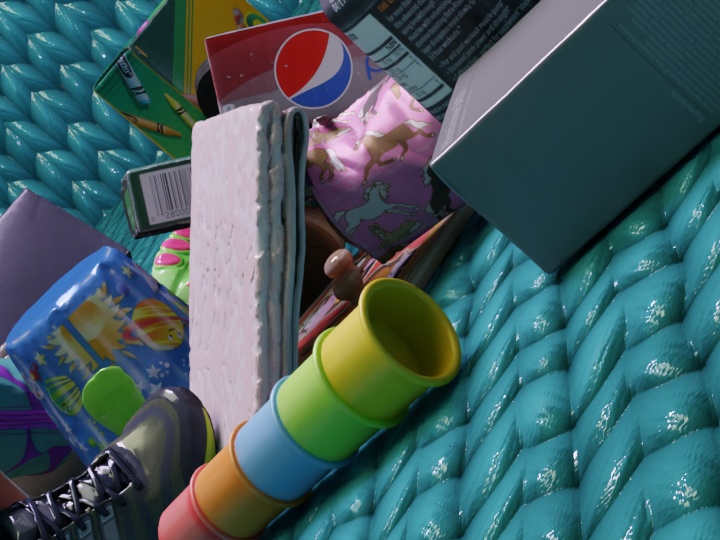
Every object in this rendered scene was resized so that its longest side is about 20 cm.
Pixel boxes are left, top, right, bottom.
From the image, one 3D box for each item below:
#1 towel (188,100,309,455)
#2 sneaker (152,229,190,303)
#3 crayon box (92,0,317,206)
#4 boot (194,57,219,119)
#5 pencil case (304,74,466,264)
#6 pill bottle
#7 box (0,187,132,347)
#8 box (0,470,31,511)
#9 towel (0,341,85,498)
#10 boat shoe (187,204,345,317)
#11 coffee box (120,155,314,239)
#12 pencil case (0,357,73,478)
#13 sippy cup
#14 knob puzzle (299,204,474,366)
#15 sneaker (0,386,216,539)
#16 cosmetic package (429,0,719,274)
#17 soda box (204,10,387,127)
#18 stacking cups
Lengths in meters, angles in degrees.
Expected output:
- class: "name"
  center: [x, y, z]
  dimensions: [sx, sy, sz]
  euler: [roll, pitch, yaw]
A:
- class: "towel"
  center: [-0.066, 0.008, 1.401]
  dimensions: [0.191, 0.032, 0.201]
  euler: [175, 97, -74]
- class: "sneaker"
  center: [-0.094, -0.013, 1.808]
  dimensions: [0.200, 0.077, 0.084]
  euler: [-38, -25, -47]
- class: "crayon box"
  center: [-0.078, -0.111, 1.759]
  dimensions: [0.058, 0.200, 0.119]
  euler: [-42, 11, 44]
- class: "boot"
  center: [-0.020, -0.166, 1.736]
  dimensions: [0.158, 0.210, 0.080]
  euler: [-108, 15, -52]
- class: "pencil case"
  center: [0.057, -0.093, 1.369]
  dimensions: [0.200, 0.087, 0.083]
  euler: [-38, 25, 11]
- class: "pill bottle"
  center: [0.052, -0.136, 1.259]
  dimensions: [0.106, 0.200, 0.106]
  euler: [-46, 10, 10]
- class: "box"
  center: [-0.255, 0.074, 1.875]
  dimensions: [0.182, 0.104, 0.200]
  euler: [-51, -20, -23]
- class: "box"
  center: [-0.266, 0.171, 1.435]
  dimensions: [0.152, 0.106, 0.200]
  euler: [-50, -35, -11]
- class: "towel"
  center: [-0.244, 0.136, 1.743]
  dimensions: [0.200, 0.132, 0.035]
  euler: [-46, 36, 10]
- class: "boat shoe"
  center: [-0.059, -0.001, 1.639]
  dimensions: [0.065, 0.072, 0.200]
  euler: [-56, 6, -34]
- class: "coffee box"
  center: [-0.051, -0.062, 1.578]
  dimensions: [0.199, 0.044, 0.123]
  euler: [-13, 1, -8]
- class: "pencil case"
  center: [-0.257, 0.099, 1.588]
  dimensions: [0.092, 0.086, 0.200]
  euler: [-3, -1, 22]
- class: "sippy cup"
  center: [-0.151, 0.061, 1.576]
  dimensions: [0.140, 0.130, 0.178]
  euler: [-49, 13, -30]
- class: "knob puzzle"
  center: [0.000, 0.000, 1.476]
  dimensions: [0.220, 0.030, 0.220]
  euler: [-47, 10, 10]
- class: "sneaker"
  center: [-0.157, 0.146, 1.387]
  dimensions: [0.074, 0.081, 0.200]
  euler: [37, 91, 40]
- class: "cosmetic package"
  center: [0.130, -0.104, 1.131]
  dimensions: [0.200, 0.090, 0.107]
  euler: [-40, 15, 25]
- class: "soda box"
  center: [0.009, -0.133, 1.543]
  dimensions: [0.199, 0.070, 0.063]
  euler: [-11, 0, 10]
- class: "stacking cups"
  center: [-0.035, 0.080, 1.212]
  dimensions: [0.200, 0.060, 0.061]
  euler: [-41, 11, 37]
